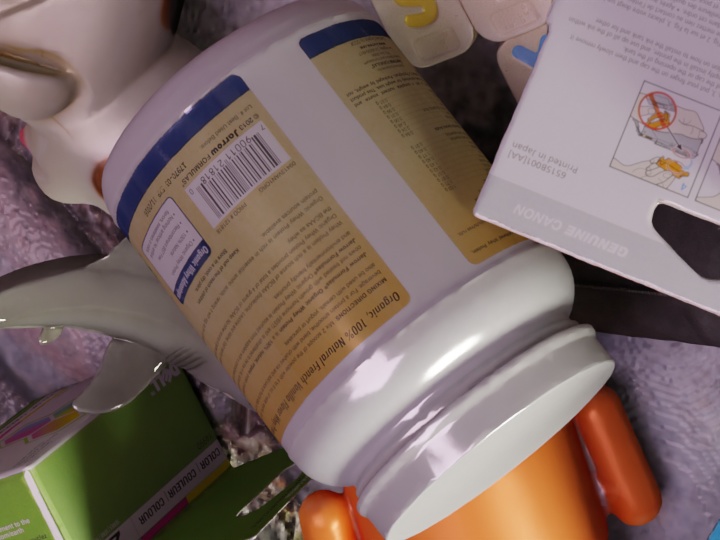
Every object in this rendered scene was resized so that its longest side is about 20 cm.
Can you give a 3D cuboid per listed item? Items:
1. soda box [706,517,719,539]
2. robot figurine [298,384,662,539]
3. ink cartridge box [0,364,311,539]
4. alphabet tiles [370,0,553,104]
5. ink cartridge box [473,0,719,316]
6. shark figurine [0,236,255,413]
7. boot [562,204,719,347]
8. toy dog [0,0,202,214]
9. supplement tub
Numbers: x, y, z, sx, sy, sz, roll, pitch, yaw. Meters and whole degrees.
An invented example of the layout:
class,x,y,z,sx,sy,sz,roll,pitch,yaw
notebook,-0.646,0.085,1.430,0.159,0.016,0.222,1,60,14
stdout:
class,x,y,z,sx,sy,sz,roll,pitch,yaw
soda box,0.181,0.144,1.117,0.068,0.064,0.200,32,147,11
robot figurine,0.053,0.112,1.180,0.116,0.144,0.201,0,114,52
ink cartridge box,-0.111,0.097,1.239,0.199,0.148,0.076,-22,100,32
alphabet tiles,0.085,-0.160,1.082,0.199,0.015,0.196,-18,109,27
ink cartridge box,0.168,-0.064,1.015,0.199,0.044,0.174,22,87,7
shark figurine,-0.131,0.014,1.188,0.090,0.214,0.129,-53,47,51
boot,0.160,0.025,1.113,0.199,0.073,0.183,1,109,24
toy dog,-0.121,-0.119,1.163,0.193,0.140,0.201,-13,114,4
supplement tub,0.000,0.000,1.058,0.200,0.144,0.144,53,126,13
